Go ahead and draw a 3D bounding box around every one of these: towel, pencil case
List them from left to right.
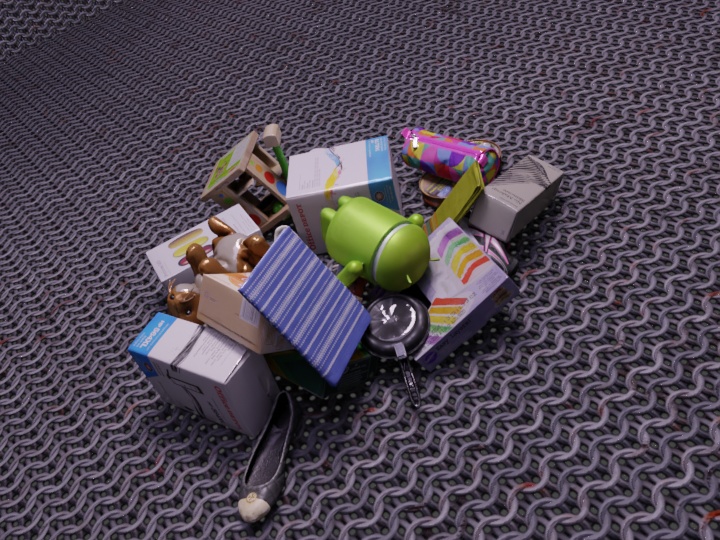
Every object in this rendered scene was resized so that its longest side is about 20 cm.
[{"bbox_3d":[-0.073,0.051,0.987,0.024,0.200,0.145,-24,25,41],"label":"towel"},{"bbox_3d":[0.148,-0.097,1.219,0.018,0.200,0.086,21,38,-21],"label":"towel"},{"bbox_3d":[0.168,-0.219,1.347,0.200,0.089,0.088,24,56,36],"label":"pencil case"}]

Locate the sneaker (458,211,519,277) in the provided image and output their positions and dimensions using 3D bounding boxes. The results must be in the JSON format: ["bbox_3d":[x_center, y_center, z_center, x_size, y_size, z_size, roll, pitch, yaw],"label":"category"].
[{"bbox_3d":[0.214,-0.046,1.218,0.086,0.081,0.200,-9,49,-9],"label":"sneaker"}]

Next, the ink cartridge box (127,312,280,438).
[{"bbox_3d":[-0.238,0.161,1.079,0.199,0.146,0.084,13,50,30],"label":"ink cartridge box"}]

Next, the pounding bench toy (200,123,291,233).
[{"bbox_3d":[-0.184,-0.180,1.385,0.200,0.156,0.125,-31,33,33],"label":"pounding bench toy"}]

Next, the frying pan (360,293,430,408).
[{"bbox_3d":[0.044,0.113,1.052,0.114,0.031,0.191,-1,55,18],"label":"frying pan"}]

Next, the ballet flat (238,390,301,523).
[{"bbox_3d":[-0.135,0.264,1.001,0.066,0.057,0.200,-3,44,18],"label":"ballet flat"}]

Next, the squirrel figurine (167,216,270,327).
[{"bbox_3d":[-0.228,0.040,1.172,0.141,0.200,0.187,25,70,33],"label":"squirrel figurine"}]

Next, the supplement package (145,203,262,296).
[{"bbox_3d":[-0.280,-0.016,1.313,0.200,0.110,0.114,-30,43,-14],"label":"supplement package"}]

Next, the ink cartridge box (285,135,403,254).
[{"bbox_3d":[-0.027,-0.142,1.336,0.199,0.147,0.146,-10,42,7],"label":"ink cartridge box"}]

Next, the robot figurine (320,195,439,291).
[{"bbox_3d":[0.026,-0.043,1.115,0.200,0.116,0.175,30,50,29],"label":"robot figurine"}]

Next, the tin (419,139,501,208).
[{"bbox_3d":[0.202,-0.194,1.397,0.112,0.042,0.200,29,59,35],"label":"tin"}]

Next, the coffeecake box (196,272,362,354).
[{"bbox_3d":[-0.121,0.058,1.068,0.153,0.073,0.200,22,16,38],"label":"coffeecake box"}]

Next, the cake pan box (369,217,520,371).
[{"bbox_3d":[0.125,0.037,1.116,0.200,0.052,0.184,-43,41,8],"label":"cake pan box"}]

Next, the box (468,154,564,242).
[{"bbox_3d":[0.278,-0.130,1.227,0.082,0.069,0.200,31,42,21],"label":"box"}]

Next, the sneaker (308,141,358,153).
[{"bbox_3d":[-0.045,-0.214,1.476,0.199,0.070,0.109,0,39,29],"label":"sneaker"}]

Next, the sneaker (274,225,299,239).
[{"bbox_3d":[-0.125,-0.003,1.260,0.067,0.090,0.200,-17,42,-1],"label":"sneaker"}]

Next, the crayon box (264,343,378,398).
[{"bbox_3d":[-0.088,0.126,1.093,0.200,0.052,0.126,20,18,35],"label":"crayon box"}]

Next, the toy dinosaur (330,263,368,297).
[{"bbox_3d":[0.000,0.000,1.230,0.181,0.105,0.200,-31,59,-30],"label":"toy dinosaur"}]
